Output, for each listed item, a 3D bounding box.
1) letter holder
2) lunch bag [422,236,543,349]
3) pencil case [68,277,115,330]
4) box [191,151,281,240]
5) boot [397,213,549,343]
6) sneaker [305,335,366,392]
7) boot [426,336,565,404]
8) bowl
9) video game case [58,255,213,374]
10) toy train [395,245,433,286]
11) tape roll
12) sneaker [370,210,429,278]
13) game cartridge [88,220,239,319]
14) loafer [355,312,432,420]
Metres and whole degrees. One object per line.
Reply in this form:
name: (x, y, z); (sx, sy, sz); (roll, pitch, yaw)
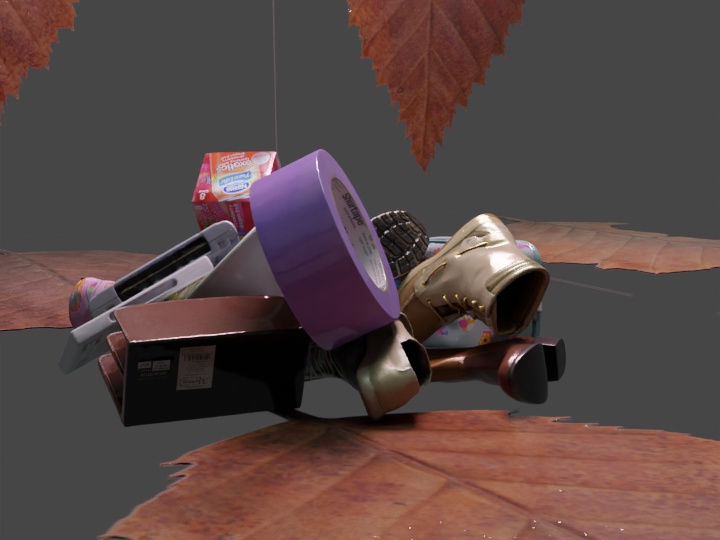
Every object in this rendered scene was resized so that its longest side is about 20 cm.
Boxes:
letter holder: (-0.173, 0.079, 1.567); (0.198, 0.102, 0.142); (-4, 28, -23)
lunch bag: (0.145, 0.032, 1.812); (0.076, 0.162, 0.199); (5, 1, -37)
pencil case: (-0.324, 0.054, 2.024); (0.087, 0.089, 0.199); (-8, 8, -44)
box: (-0.144, -0.051, 1.892); (0.098, 0.201, 0.096); (0, 47, 12)
boot: (0.118, 0.042, 1.666); (0.073, 0.200, 0.156); (43, 5, -33)
sneaker: (-0.040, 0.109, 1.666); (0.114, 0.076, 0.200); (-9, 1, 3)
boot: (0.116, 0.107, 1.633); (0.198, 0.069, 0.188); (-2, 13, 20)
bowl: (-0.124, 0.017, 1.694); (0.090, 0.201, 0.201); (44, 2, -2)
video game case: (-0.269, 0.055, 1.720); (0.181, 0.022, 0.200); (-31, -4, -20)
toy train: (0.000, 0.000, 1.836); (0.198, 0.116, 0.086); (5, -1, 29)
tape roll: (-0.037, -0.022, 1.562); (0.084, 0.202, 0.200); (-24, 3, 11)
sneaker: (-0.003, 0.002, 1.735); (0.199, 0.079, 0.089); (-38, 1, -19)
game cartridge: (-0.240, 0.008, 1.770); (0.199, 0.041, 0.133); (-31, -7, -11)
loafer: (0.043, 0.101, 1.572); (0.068, 0.076, 0.200); (-15, 19, 13)
